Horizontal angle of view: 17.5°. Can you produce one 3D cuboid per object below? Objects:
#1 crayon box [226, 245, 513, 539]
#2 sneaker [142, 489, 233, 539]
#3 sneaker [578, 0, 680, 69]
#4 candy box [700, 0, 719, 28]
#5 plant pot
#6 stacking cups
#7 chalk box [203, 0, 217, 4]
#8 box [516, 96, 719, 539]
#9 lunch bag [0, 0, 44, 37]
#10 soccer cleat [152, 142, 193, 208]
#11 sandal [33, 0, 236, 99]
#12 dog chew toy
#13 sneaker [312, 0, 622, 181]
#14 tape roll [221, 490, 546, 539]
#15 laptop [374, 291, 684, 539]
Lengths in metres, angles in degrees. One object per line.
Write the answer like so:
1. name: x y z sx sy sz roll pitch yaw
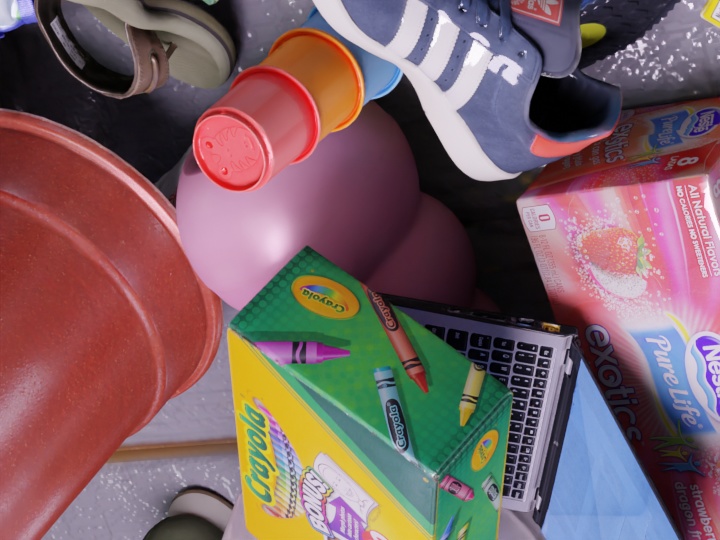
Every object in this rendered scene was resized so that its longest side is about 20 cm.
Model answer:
1. crayon box: 0.004 0.090 1.078 0.118 0.058 0.201 35 154 21
2. sneaker: -0.052 0.219 1.349 0.200 0.090 0.067 38 129 4
3. sneaker: 0.112 -0.154 1.058 0.200 0.066 0.079 -40 61 48
4. candy box: 0.232 -0.164 0.995 0.102 0.026 0.201 34 129 11
5. plant pot: -0.201 0.057 1.182 0.199 0.196 0.202 17 136 17
6. stacking cups: -0.008 -0.097 1.061 0.060 0.200 0.061 13 122 21
7. chalk box: -0.071 -0.217 1.047 0.199 0.125 0.123 -27 136 37
8. box: 0.162 0.028 1.108 0.102 0.095 0.201 -6 115 32
9. lunch bag: -0.259 -0.196 1.135 0.169 0.127 0.202 -14 100 1
10. soccer cleat: -0.124 -0.011 1.268 0.085 0.069 0.201 32 134 4
11. sandal: -0.126 -0.117 1.138 0.079 0.201 0.058 20 90 21
12. dog chew toy: 0.000 0.000 1.172 0.124 0.125 0.200 -25 116 38
13. sneaker: 0.047 -0.116 1.000 0.084 0.075 0.200 -10 144 33
14. tape roll: 0.017 0.180 1.216 0.202 0.203 0.071 30 130 11
15. laptop: 0.059 0.116 1.115 0.198 0.117 0.188 10 149 4
